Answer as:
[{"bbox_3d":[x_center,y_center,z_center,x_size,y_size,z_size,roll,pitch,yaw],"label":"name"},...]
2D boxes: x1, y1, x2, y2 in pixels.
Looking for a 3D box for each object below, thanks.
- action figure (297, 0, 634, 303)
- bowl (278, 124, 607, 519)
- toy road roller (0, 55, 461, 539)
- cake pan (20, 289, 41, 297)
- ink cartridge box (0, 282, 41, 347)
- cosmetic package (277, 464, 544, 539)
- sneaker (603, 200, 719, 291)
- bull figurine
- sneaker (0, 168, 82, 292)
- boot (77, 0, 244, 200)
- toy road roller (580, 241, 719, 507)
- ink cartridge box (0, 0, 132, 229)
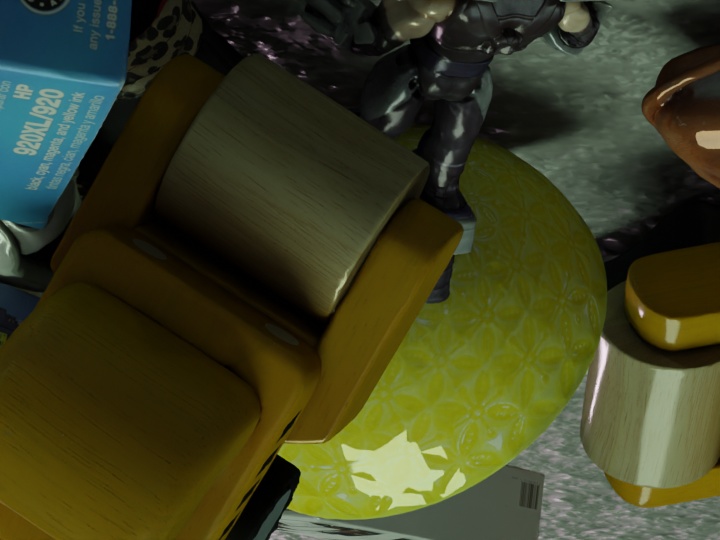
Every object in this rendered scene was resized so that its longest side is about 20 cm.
[{"bbox_3d":[0.029,-0.078,0.985,0.130,0.069,0.200,5,135,-25],"label":"action figure"},{"bbox_3d":[0.000,0.000,1.133,0.200,0.201,0.108,-6,139,28],"label":"bowl"},{"bbox_3d":[-0.065,0.029,0.908,0.123,0.200,0.146,32,-168,6],"label":"toy road roller"},{"bbox_3d":[-0.226,-0.034,1.161,0.200,0.037,0.200,28,177,2],"label":"cake pan"},{"bbox_3d":[-0.192,0.037,1.059,0.199,0.077,0.136,20,168,-14],"label":"ink cartridge box"},{"bbox_3d":[0.006,0.111,1.257,0.082,0.051,0.200,2,171,36],"label":"cosmetic package"},{"bbox_3d":[0.168,0.024,1.326,0.108,0.067,0.201,16,156,-25],"label":"sneaker"},{"bbox_3d":[0.199,-0.053,1.091,0.121,0.065,0.200,-15,161,29],"label":"bull figurine"},{"bbox_3d":[-0.155,-0.048,0.979,0.088,0.074,0.200,23,168,31],"label":"sneaker"},{"bbox_3d":[-0.118,-0.076,1.077,0.199,0.073,0.151,4,159,30],"label":"boot"},{"bbox_3d":[0.216,0.068,1.192,0.199,0.146,0.123,-8,130,-13],"label":"toy road roller"},{"bbox_3d":[-0.183,-0.118,0.839,0.199,0.148,0.145,8,161,-15],"label":"ink cartridge box"}]
